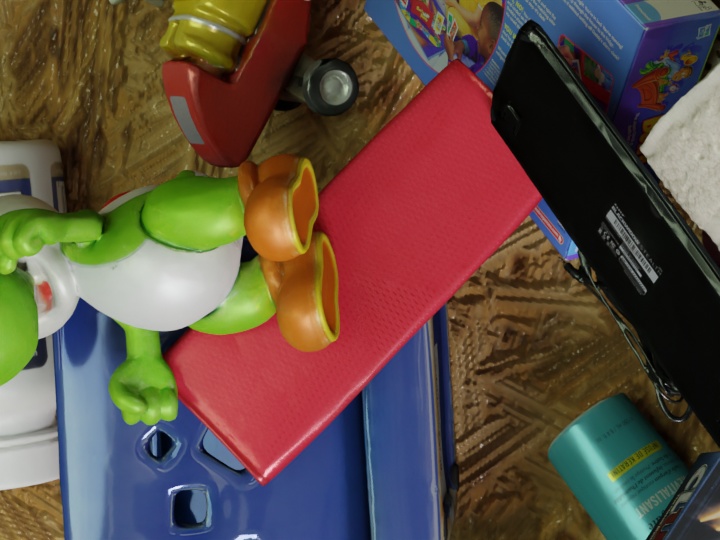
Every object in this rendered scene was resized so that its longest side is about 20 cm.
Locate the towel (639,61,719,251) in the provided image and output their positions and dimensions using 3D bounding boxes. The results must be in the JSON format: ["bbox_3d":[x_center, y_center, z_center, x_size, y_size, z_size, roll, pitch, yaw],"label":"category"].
[{"bbox_3d":[0.198,-0.049,0.715,0.133,0.034,0.200,57,136,14],"label":"towel"}]

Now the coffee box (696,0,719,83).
[{"bbox_3d":[0.181,-0.174,0.895,0.112,0.080,0.202,-17,86,35],"label":"coffee box"}]

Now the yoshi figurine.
[{"bbox_3d":[-0.114,0.011,0.842,0.198,0.112,0.114,-6,86,11],"label":"yoshi figurine"}]

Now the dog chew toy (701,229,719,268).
[{"bbox_3d":[0.204,0.017,0.866,0.124,0.124,0.201,33,141,27],"label":"dog chew toy"}]

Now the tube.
[{"bbox_3d":[0.169,0.152,0.950,0.200,0.077,0.051,52,164,20],"label":"tube"}]

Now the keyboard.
[{"bbox_3d":[0.125,-0.012,0.835,0.201,0.039,0.104,58,157,15],"label":"keyboard"}]

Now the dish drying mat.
[{"bbox_3d":[0.000,0.000,0.890,0.077,0.018,0.200,44,90,4],"label":"dish drying mat"}]

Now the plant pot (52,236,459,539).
[{"bbox_3d":[-0.044,0.071,0.992,0.178,0.200,0.202,-3,92,5],"label":"plant pot"}]

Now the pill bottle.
[{"bbox_3d":[-0.225,0.027,1.174,0.110,0.111,0.202,-4,92,34],"label":"pill bottle"}]

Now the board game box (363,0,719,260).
[{"bbox_3d":[0.079,-0.123,0.933,0.201,0.044,0.135,55,145,35],"label":"board game box"}]

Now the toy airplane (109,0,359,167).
[{"bbox_3d":[-0.070,-0.182,1.025,0.201,0.140,0.200,-58,39,43],"label":"toy airplane"}]

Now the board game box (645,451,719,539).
[{"bbox_3d":[0.197,0.194,0.861,0.199,0.035,0.136,36,79,-2],"label":"board game box"}]
